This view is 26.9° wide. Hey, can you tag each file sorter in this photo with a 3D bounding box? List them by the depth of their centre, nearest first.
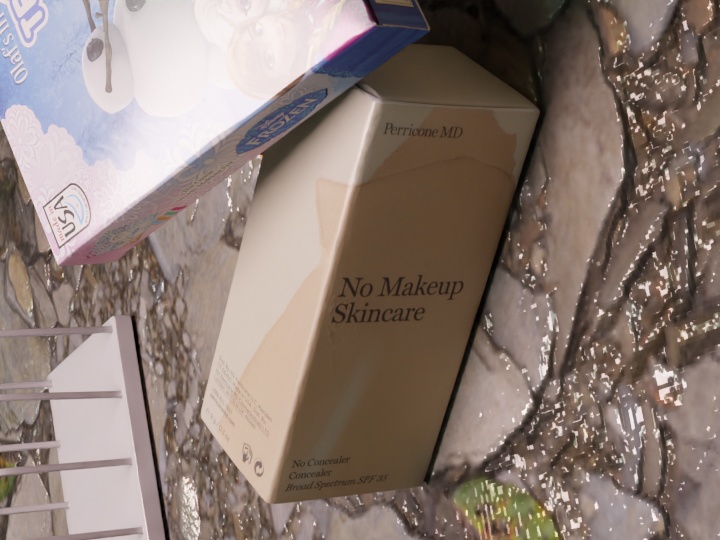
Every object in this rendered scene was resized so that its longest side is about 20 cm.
[{"bbox_3d":[-0.221,0.148,1.015,0.139,0.124,0.201,-35,61,52],"label":"file sorter"}]

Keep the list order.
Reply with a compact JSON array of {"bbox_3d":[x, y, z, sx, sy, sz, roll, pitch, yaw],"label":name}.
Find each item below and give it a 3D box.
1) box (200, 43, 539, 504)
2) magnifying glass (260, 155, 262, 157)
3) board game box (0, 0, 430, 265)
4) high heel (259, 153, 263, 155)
[{"bbox_3d":[0.000,0.000,0.691,0.078,0.095,0.201,44,128,47],"label":"box"},{"bbox_3d":[-0.061,-0.089,0.834,0.200,0.022,0.080,54,161,33],"label":"magnifying glass"},{"bbox_3d":[-0.093,-0.136,0.646,0.199,0.043,0.201,-33,75,33],"label":"board game box"},{"bbox_3d":[-0.080,-0.136,0.768,0.072,0.142,0.201,-60,43,41],"label":"high heel"}]
